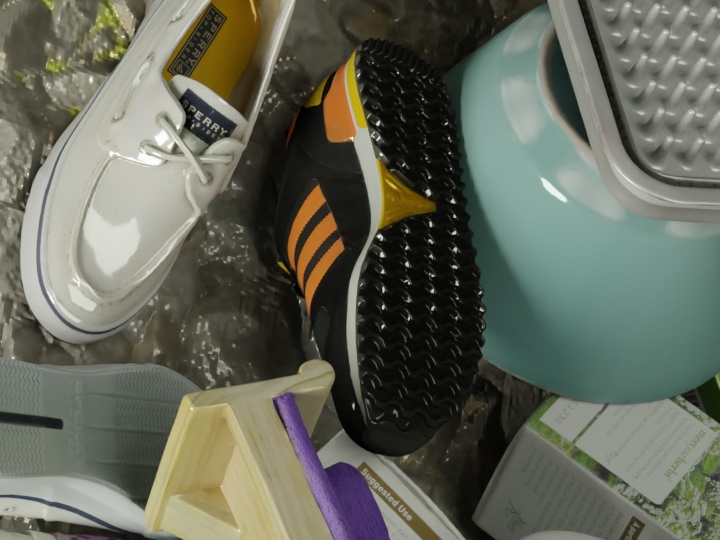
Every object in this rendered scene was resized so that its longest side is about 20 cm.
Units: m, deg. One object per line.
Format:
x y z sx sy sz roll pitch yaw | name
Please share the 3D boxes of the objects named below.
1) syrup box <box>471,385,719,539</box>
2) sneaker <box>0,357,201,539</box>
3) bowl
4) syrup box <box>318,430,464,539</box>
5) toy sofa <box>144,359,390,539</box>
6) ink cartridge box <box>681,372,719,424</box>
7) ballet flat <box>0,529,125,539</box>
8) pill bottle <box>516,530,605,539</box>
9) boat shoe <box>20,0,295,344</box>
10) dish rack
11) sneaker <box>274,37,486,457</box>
0.160 0.132 1.033 0.199 0.082 0.079 36 46 13 | syrup box
-0.128 0.072 0.928 0.199 0.070 0.074 23 62 -50 | sneaker
0.117 -0.051 1.041 0.199 0.105 0.202 11 51 -14 | bowl
-0.050 0.166 0.929 0.081 0.079 0.200 43 58 7 | syrup box
0.001 0.135 0.833 0.097 0.083 0.201 -9 53 -26 | toy sofa
0.239 0.052 1.165 0.199 0.076 0.149 -25 95 -33 | ink cartridge box
-0.171 0.147 0.886 0.199 0.069 0.071 -36 96 -29 | ballet flat
0.060 0.214 0.935 0.112 0.201 0.113 22 31 -14 | pill bottle
-0.082 -0.060 0.979 0.071 0.070 0.201 38 62 -21 | boat shoe
0.160 -0.098 0.997 0.170 0.044 0.201 2 54 -21 | dish rack
0.000 0.000 0.990 0.070 0.090 0.202 19 54 -32 | sneaker
